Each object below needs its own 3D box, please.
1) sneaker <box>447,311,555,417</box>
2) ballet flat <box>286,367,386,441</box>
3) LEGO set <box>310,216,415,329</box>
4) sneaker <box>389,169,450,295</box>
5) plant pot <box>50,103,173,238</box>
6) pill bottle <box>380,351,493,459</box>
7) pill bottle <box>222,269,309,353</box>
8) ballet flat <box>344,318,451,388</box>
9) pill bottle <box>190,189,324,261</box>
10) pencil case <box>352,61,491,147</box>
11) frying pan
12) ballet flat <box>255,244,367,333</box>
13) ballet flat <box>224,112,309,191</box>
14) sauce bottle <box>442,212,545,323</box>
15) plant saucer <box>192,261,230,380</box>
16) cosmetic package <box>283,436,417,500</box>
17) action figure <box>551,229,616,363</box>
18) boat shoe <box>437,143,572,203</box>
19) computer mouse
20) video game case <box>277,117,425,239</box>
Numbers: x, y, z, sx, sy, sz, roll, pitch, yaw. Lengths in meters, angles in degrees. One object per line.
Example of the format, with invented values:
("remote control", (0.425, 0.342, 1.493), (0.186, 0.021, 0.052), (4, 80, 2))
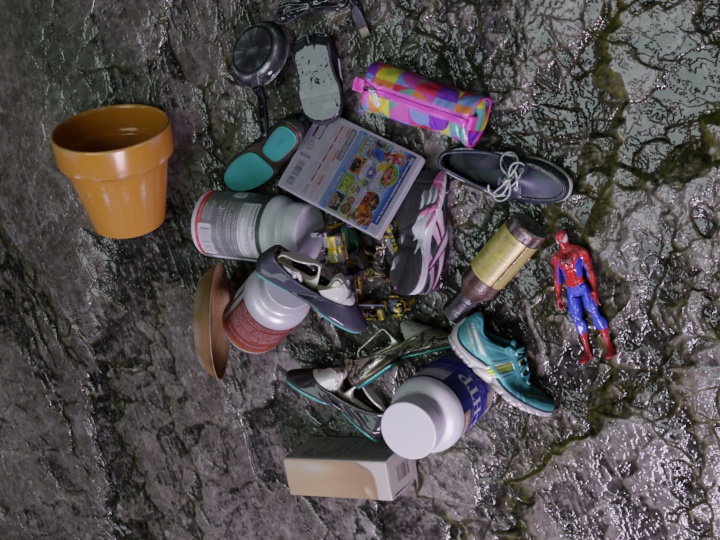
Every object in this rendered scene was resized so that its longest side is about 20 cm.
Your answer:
("sneaker", (0.224, 0.146, 1.627), (0.200, 0.078, 0.080), (43, 100, -1))
("ballet flat", (-0.027, 0.205, 1.787), (0.200, 0.068, 0.068), (32, 109, 7))
("LEGO set", (0.000, 0.000, 1.686), (0.154, 0.116, 0.200), (8, 108, 27))
("sneaker", (0.102, -0.057, 1.644), (0.080, 0.086, 0.200), (16, 91, 41))
("plant pot", (-0.413, -0.163, 1.837), (0.200, 0.200, 0.183), (12, 126, 25))
("pill bottle", (0.115, 0.209, 1.634), (0.120, 0.200, 0.120), (8, 108, 26))
("pill bottle", (-0.148, 0.056, 1.745), (0.112, 0.112, 0.200), (55, 149, 5))
("ballet flat", (0.058, 0.122, 1.710), (0.200, 0.068, 0.075), (-26, 83, 21))
("pill bottle", (-0.168, -0.070, 1.760), (0.200, 0.114, 0.114), (7, 107, 27))
("pencil case", (0.092, -0.248, 1.585), (0.200, 0.088, 0.088), (20, 113, 21))
("frying pan", (-0.174, -0.311, 1.703), (0.115, 0.031, 0.190), (11, 83, 36))
("ballet flat", (-0.065, 0.023, 1.627), (0.200, 0.073, 0.073), (32, 118, -4))
("ballet flat", (-0.145, -0.193, 1.734), (0.068, 0.068, 0.200), (47, 134, -14))
("sauce bottle", (0.195, 0.000, 1.610), (0.065, 0.065, 0.200), (45, 119, 10))
("plant saucer", (-0.252, 0.086, 1.802), (0.035, 0.200, 0.200), (-1, 105, 2))
("cosmetic package", (-0.017, 0.331, 1.799), (0.200, 0.105, 0.071), (-3, 103, 31))
("action figure", (0.321, 0.036, 1.564), (0.065, 0.052, 0.200), (-15, 94, 35))
("boat shoe", (0.209, -0.142, 1.564), (0.200, 0.062, 0.075), (23, 111, 21))
("computer mouse", (-0.043, -0.336, 1.663), (0.140, 0.046, 0.200), (-15, 97, 19))
("video game case", (-0.016, -0.152, 1.662), (0.200, 0.018, 0.143), (29, 87, 26))
